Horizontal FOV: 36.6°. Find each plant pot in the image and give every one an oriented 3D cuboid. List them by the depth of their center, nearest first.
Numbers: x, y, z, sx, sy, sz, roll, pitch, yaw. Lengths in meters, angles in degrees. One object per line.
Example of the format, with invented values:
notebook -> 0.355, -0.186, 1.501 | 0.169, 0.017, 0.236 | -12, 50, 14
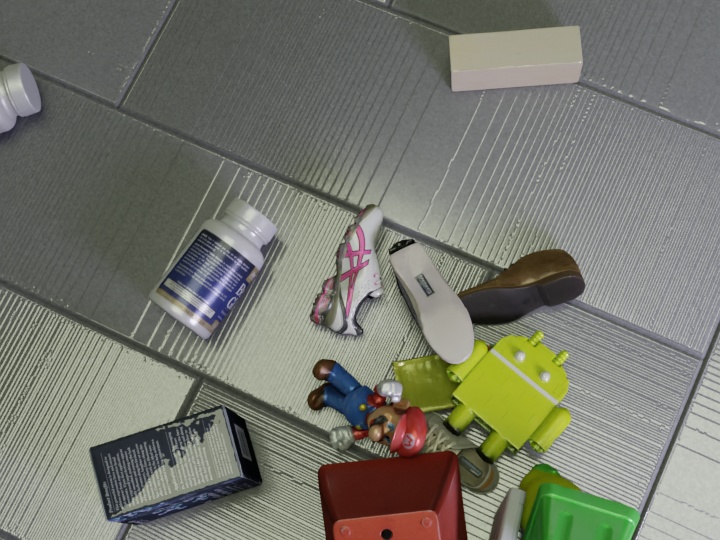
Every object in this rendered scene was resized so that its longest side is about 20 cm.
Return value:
plant pot -> 0.043, 0.368, 1.452 | 0.199, 0.176, 0.200 | -7, 94, 4

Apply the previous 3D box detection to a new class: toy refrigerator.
toy refrigerator -> 0.239, -0.331, 1.693 | 0.200, 0.076, 0.070 | -4, 75, 5

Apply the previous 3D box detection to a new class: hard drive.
hard drive -> 0.179, 0.405, 1.452 | 0.027, 0.132, 0.200 | 16, 61, 5

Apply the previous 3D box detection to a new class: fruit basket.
fruit basket -> 0.281, 0.357, 1.476 | 0.155, 0.216, 0.216 | 16, 78, 9

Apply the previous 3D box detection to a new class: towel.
towel -> 0.151, 0.155, 1.589 | 0.200, 0.018, 0.086 | -9, 66, -4

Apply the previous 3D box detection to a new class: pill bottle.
pill bottle -> -0.216, -0.006, 1.635 | 0.111, 0.111, 0.200 | 34, 82, 13
pill bottle -> -0.621, -0.265, 1.742 | 0.200, 0.112, 0.112 | -15, 75, 2

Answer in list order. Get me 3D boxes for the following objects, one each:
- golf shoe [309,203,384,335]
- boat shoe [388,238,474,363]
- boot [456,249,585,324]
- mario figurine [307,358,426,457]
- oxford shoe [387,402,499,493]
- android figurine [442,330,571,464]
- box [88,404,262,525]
golf shoe -> 0.000, 0.000, 1.637 | 0.092, 0.073, 0.200 | 22, 89, 5
boat shoe -> 0.108, 0.052, 1.595 | 0.075, 0.093, 0.200 | -25, 71, -1
boot -> 0.227, 0.023, 1.620 | 0.200, 0.074, 0.076 | -15, 45, 6
mario figurine -> 0.003, 0.201, 1.534 | 0.200, 0.124, 0.106 | 26, 64, 33
oxford shoe -> 0.112, 0.250, 1.565 | 0.200, 0.058, 0.075 | 33, 83, 14
android figurine -> 0.215, 0.173, 1.551 | 0.182, 0.041, 0.200 | 41, 74, 15
box -> -0.259, 0.279, 1.546 | 0.200, 0.148, 0.107 | -18, 74, 1
